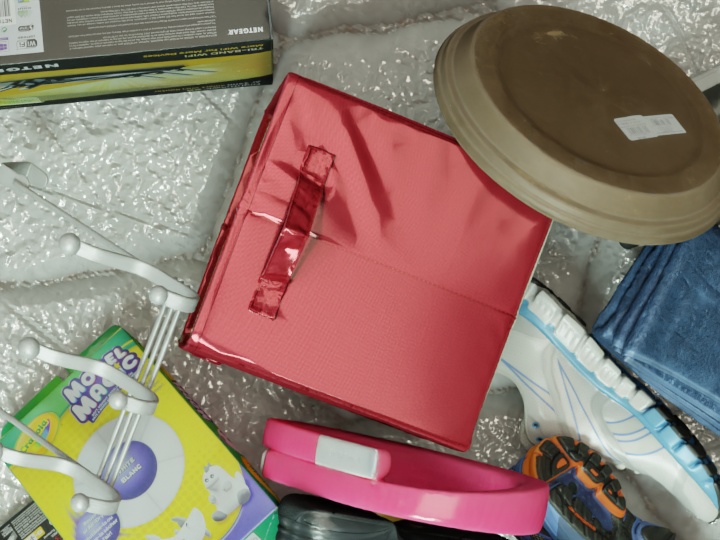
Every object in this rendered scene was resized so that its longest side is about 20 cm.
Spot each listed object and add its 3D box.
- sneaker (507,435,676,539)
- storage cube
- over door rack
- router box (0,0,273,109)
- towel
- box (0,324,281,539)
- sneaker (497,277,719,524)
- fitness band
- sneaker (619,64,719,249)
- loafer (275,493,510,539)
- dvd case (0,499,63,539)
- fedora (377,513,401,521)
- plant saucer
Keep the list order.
[{"bbox_3d":[0.159,0.191,1.225,0.200,0.078,0.075,51,48,-11],"label":"sneaker"},{"bbox_3d":[0.000,0.000,1.166,0.178,0.200,0.172,21,85,-7],"label":"storage cube"},{"bbox_3d":[-0.194,0.037,1.147,0.199,0.066,0.149,34,106,40],"label":"over door rack"},{"bbox_3d":[-0.154,-0.145,1.185,0.198,0.157,0.053,-6,86,-2],"label":"router box"},{"bbox_3d":[0.252,0.055,1.215,0.199,0.048,0.112,34,84,-19],"label":"towel"},{"bbox_3d":[-0.143,0.126,1.186,0.117,0.048,0.200,-43,58,-5],"label":"box"},{"bbox_3d":[0.152,0.100,1.234,0.200,0.075,0.087,45,97,6],"label":"sneaker"},{"bbox_3d":[0.024,0.127,1.158,0.143,0.199,0.038,14,88,-39],"label":"fitness band"},{"bbox_3d":[0.235,-0.081,1.245,0.199,0.071,0.100,-26,89,2],"label":"sneaker"},{"bbox_3d":[0.036,0.188,1.148,0.198,0.073,0.073,13,91,-19],"label":"loafer"},{"bbox_3d":[-0.127,0.193,1.186,0.146,0.022,0.200,-40,59,-4],"label":"dvd case"},{"bbox_3d":[0.025,0.254,1.203,0.198,0.082,0.203,0,87,-2],"label":"fedora"},{"bbox_3d":[0.139,-0.096,1.139,0.199,0.201,0.030,27,129,-1],"label":"plant saucer"}]
